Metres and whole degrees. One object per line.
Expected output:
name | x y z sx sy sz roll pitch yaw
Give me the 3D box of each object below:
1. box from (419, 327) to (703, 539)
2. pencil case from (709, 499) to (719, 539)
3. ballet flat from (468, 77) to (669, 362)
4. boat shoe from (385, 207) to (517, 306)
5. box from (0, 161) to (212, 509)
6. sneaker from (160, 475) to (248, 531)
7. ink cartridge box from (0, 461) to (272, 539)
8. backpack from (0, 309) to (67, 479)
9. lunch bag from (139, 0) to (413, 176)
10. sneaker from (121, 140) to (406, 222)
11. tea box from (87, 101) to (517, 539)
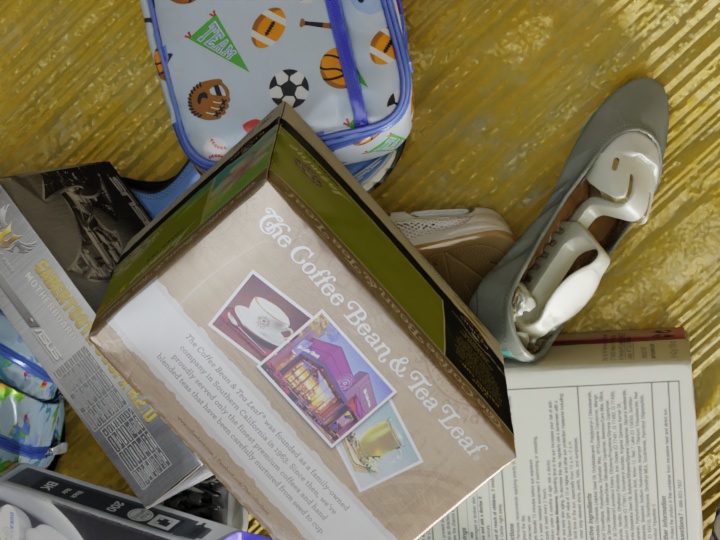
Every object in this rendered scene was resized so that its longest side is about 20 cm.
box | 0.110 0.111 1.449 0.198 0.109 0.129 -3 100 7
pencil case | 0.251 0.214 1.446 0.089 0.078 0.201 17 117 19
ballet flat | 0.141 -0.027 1.415 0.067 0.064 0.201 42 80 -33
boat shoe | 0.000 0.000 1.460 0.198 0.069 0.071 -8 119 -3
box | -0.136 0.032 1.361 0.048 0.158 0.200 -39 83 17
sneaker | -0.105 0.126 1.489 0.073 0.079 0.202 11 107 3
ink cartridge box | -0.125 0.228 1.374 0.199 0.043 0.200 13 117 22
backpack | -0.255 0.072 1.436 0.162 0.200 0.154 31 101 1
lunch bag | -0.049 -0.157 1.407 0.159 0.076 0.202 -14 77 5
sneaker | -0.067 -0.060 1.452 0.199 0.079 0.090 -20 95 4
tea box | -0.028 0.039 1.285 0.133 0.197 0.200 -40 100 10
